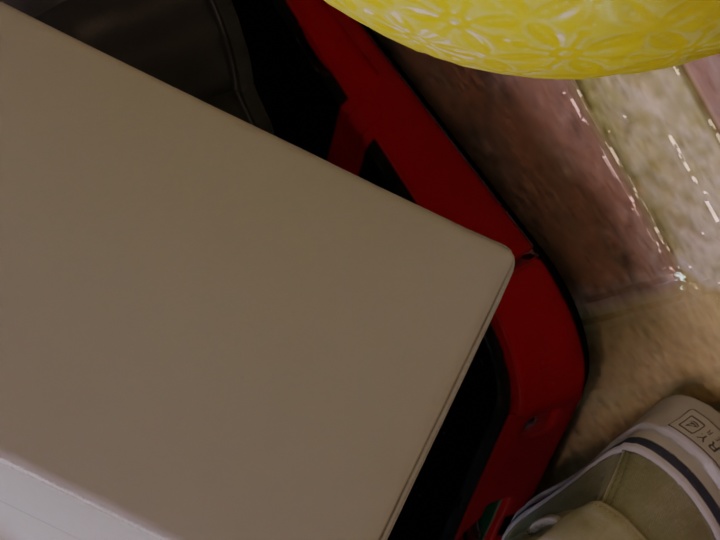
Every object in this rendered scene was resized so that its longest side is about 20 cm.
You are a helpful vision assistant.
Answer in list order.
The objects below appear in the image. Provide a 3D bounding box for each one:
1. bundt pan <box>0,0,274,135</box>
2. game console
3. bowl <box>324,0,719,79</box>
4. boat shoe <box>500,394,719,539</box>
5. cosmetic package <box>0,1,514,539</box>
[{"bbox_3d":[-0.104,-0.064,0.911,0.202,0.076,0.202,54,158,33],"label":"bundt pan"},{"bbox_3d":[0.000,0.000,0.876,0.177,0.031,0.200,57,159,20],"label":"game console"},{"bbox_3d":[0.005,-0.117,0.594,0.200,0.108,0.200,46,155,29],"label":"bowl"},{"bbox_3d":[0.061,0.095,0.812,0.072,0.062,0.200,52,158,16],"label":"boat shoe"},{"bbox_3d":[-0.087,0.040,0.788,0.199,0.123,0.200,26,151,2],"label":"cosmetic package"}]
